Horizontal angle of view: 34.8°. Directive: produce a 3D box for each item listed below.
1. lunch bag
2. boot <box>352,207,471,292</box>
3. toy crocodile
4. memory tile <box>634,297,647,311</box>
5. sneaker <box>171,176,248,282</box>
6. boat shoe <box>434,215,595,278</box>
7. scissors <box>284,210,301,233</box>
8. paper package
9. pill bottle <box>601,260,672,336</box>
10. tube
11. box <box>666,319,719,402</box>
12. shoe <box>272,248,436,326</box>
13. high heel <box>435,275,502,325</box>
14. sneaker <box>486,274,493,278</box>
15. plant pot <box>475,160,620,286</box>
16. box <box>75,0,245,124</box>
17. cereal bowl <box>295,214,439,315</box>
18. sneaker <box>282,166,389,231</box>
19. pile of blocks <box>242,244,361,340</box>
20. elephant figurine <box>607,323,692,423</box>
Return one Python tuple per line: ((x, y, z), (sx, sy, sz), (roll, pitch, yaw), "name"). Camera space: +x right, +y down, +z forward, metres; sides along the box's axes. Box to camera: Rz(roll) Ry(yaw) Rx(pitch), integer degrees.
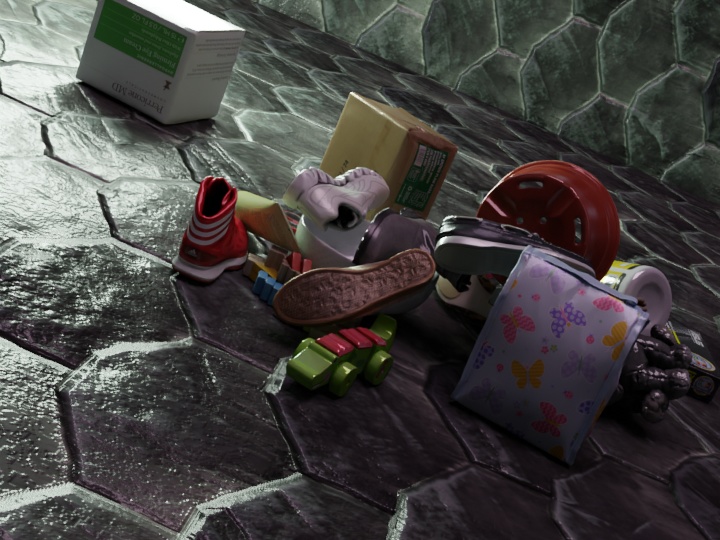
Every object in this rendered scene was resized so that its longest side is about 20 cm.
((0.228, 0.094, 1.352), (0.169, 0.201, 0.127), (26, 19, 13), "lunch bag")
((0.079, -0.019, 1.443), (0.131, 0.070, 0.200), (34, 25, 14), "boot")
((-0.016, 0.093, 1.286), (0.067, 0.062, 0.199), (32, 21, 25), "toy crocodile")
((0.307, 0.051, 1.543), (0.152, 0.017, 0.200), (1, -7, 14), "memory tile")
((-0.169, -0.064, 1.447), (0.078, 0.116, 0.200), (22, 19, -2), "sneaker")
((0.190, -0.025, 1.401), (0.198, 0.076, 0.061), (15, 50, -2), "boat shoe")
((-0.045, -0.040, 1.693), (0.199, 0.014, 0.073), (28, 17, 10), "scissors")
((0.027, -0.138, 1.726), (0.103, 0.201, 0.191), (12, 19, -37), "paper package")
((0.360, 0.038, 1.736), (0.112, 0.114, 0.199), (9, 3, -36), "pill bottle")
((-0.127, -0.068, 1.528), (0.058, 0.052, 0.200), (21, 1, -26), "tube")
((0.469, 0.120, 1.803), (0.159, 0.045, 0.200), (22, 19, -1), "box")
((-0.006, 0.028, 1.347), (0.198, 0.053, 0.070), (-14, 69, -12), "shoe")
((0.191, 0.062, 1.658), (0.142, 0.072, 0.200), (43, -9, -30), "high heel")
((0.210, -0.027, 1.778), (0.198, 0.074, 0.087), (-15, 19, -7), "sneaker")
((0.238, -0.050, 1.524), (0.200, 0.202, 0.195), (27, 9, 14), "plant pot")
((-0.346, -0.376, 1.997), (0.198, 0.173, 0.200), (27, 20, 13), "box")
((0.000, 0.000, 1.521), (0.198, 0.084, 0.200), (21, 20, -8), "cereal bowl")
((-0.018, -0.087, 1.520), (0.081, 0.075, 0.199), (45, 28, 21), "sneaker")
((-0.076, 0.020, 1.411), (0.199, 0.063, 0.082), (34, 22, 30), "pile of blocks")
((0.320, 0.105, 1.494), (0.199, 0.156, 0.142), (23, 25, -23), "elephant figurine")
